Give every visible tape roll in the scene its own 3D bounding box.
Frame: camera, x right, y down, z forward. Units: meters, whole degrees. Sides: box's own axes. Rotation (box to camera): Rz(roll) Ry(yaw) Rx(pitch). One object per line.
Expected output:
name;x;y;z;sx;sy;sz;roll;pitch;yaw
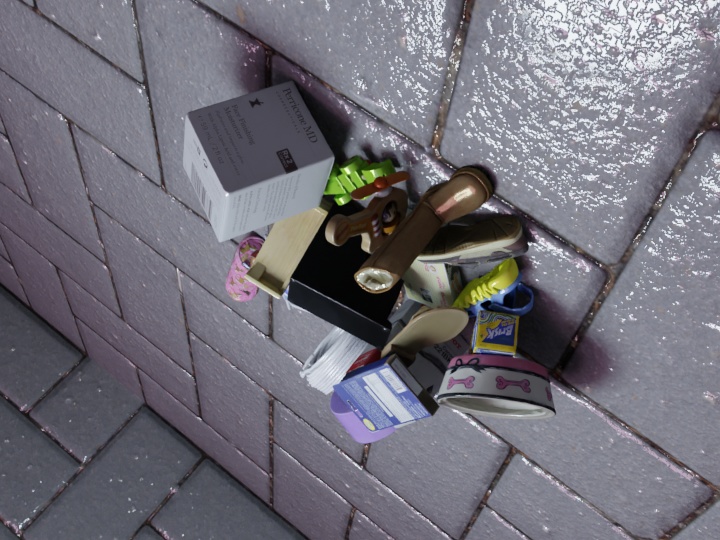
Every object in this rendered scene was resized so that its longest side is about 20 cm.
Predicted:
tape roll;0.038;0.254;1.880;0.085;0.200;0.199;53;150;-18

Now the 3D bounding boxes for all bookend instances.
bookend;0.000;0.000;1.626;0.196;0.202;0.092;26;153;5

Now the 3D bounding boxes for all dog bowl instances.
dog bowl;0.227;0.193;1.508;0.196;0.075;0.200;7;163;2

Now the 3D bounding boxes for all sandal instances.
sandal;0.218;0.052;1.509;0.087;0.080;0.200;42;154;-7
sandal;0.104;0.095;1.565;0.077;0.070;0.212;28;133;-22

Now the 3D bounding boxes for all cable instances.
cable;-0.033;0.159;1.843;0.069;0.201;0.200;40;172;-7

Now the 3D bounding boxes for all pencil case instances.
pencil case;-0.252;0.000;2.043;0.081;0.088;0.200;13;155;-12

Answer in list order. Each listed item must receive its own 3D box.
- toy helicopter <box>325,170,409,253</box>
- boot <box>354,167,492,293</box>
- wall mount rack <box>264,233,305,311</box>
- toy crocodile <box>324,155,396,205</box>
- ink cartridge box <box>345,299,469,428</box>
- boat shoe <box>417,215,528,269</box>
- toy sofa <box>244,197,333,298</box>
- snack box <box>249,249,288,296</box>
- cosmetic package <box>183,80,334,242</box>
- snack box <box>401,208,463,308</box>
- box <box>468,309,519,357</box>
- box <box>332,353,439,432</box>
toy helicopter;0.015;-0.088;1.439;0.078;0.199;0.134;26;118;30
boot;0.097;-0.056;1.381;0.066;0.200;0.175;46;152;-9
wall mount rack;-0.133;0.013;1.851;0.202;0.073;0.175;77;169;-46
toy crocodile;-0.014;-0.160;1.548;0.068;0.062;0.199;54;155;-18
ink cartridge box;0.091;0.166;1.695;0.144;0.200;0.084;46;148;-7
boat shoe;0.171;-0.033;1.430;0.198;0.072;0.066;-12;127;37
toy sofa;-0.132;-0.057;1.705;0.082;0.202;0.098;30;-166;-2
snack box;-0.129;0.028;1.783;0.198;0.024;0.073;27;146;18
cosmetic package;-0.175;-0.182;1.523;0.167;0.197;0.166;60;157;17
snack box;0.116;-0.015;1.587;0.115;0.037;0.202;21;144;37
box;0.221;0.125;1.529;0.069;0.066;0.200;7;163;5
box;0.039;0.219;1.592;0.122;0.032;0.199;49;144;-9
